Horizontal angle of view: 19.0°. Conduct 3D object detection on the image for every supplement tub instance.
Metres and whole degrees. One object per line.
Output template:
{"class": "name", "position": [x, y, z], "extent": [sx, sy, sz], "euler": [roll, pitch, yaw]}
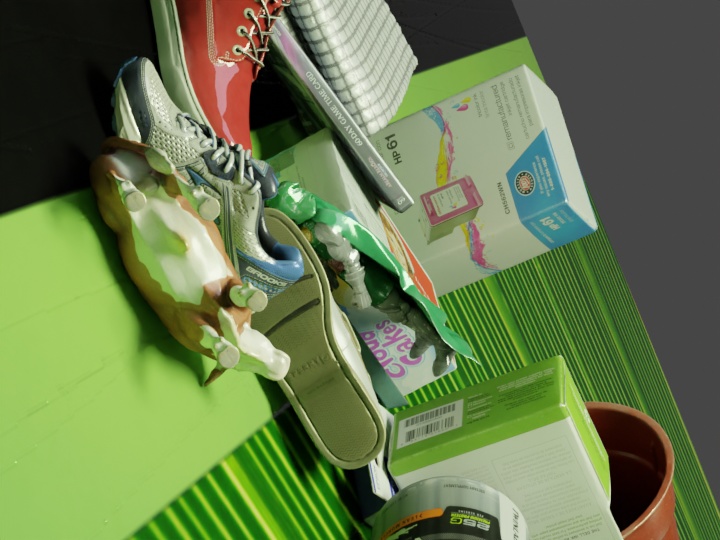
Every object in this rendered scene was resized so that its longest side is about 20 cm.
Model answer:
{"class": "supplement tub", "position": [0.064, 0.252, 1.550], "extent": [0.123, 0.122, 0.200], "euler": [60, 17, -28]}

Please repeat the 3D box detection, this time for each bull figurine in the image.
{"class": "bull figurine", "position": [-0.108, 0.002, 1.384], "extent": [0.200, 0.065, 0.121], "euler": [56, -14, -16]}

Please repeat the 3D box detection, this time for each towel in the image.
{"class": "towel", "position": [-0.032, -0.212, 1.917], "extent": [0.166, 0.085, 0.200], "euler": [61, 19, -18]}

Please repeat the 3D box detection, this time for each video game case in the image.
{"class": "video game case", "position": [-0.034, -0.137, 1.765], "extent": [0.200, 0.019, 0.143], "euler": [54, -4, -14]}

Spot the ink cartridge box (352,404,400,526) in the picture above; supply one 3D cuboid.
{"class": "ink cartridge box", "position": [0.029, 0.166, 1.706], "extent": [0.200, 0.037, 0.095], "euler": [46, 28, -59]}

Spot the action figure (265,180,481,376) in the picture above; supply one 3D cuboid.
{"class": "action figure", "position": [0.000, 0.000, 1.616], "extent": [0.200, 0.055, 0.118], "euler": [45, -7, -28]}

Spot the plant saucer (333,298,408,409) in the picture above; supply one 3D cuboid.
{"class": "plant saucer", "position": [-0.029, 0.035, 1.666], "extent": [0.070, 0.019, 0.200], "euler": [34, -16, 51]}

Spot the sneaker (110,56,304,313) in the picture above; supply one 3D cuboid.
{"class": "sneaker", "position": [-0.101, -0.065, 1.488], "extent": [0.200, 0.085, 0.077], "euler": [62, 17, -18]}

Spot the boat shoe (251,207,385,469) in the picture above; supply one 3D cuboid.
{"class": "boat shoe", "position": [-0.043, 0.050, 1.573], "extent": [0.068, 0.075, 0.201], "euler": [-116, -176, -89]}

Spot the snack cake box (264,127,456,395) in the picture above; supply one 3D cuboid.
{"class": "snack cake box", "position": [0.000, -0.004, 1.749], "extent": [0.200, 0.067, 0.115], "euler": [55, 11, -38]}

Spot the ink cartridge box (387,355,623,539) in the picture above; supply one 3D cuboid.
{"class": "ink cartridge box", "position": [0.127, 0.187, 1.681], "extent": [0.076, 0.147, 0.200], "euler": [-82, 149, -61]}

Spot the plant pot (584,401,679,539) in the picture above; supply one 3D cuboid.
{"class": "plant pot", "position": [0.204, 0.256, 1.915], "extent": [0.201, 0.200, 0.196], "euler": [-89, 161, -54]}

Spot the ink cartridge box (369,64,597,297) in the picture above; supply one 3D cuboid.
{"class": "ink cartridge box", "position": [0.091, -0.072, 1.925], "extent": [0.085, 0.200, 0.145], "euler": [31, 39, -59]}

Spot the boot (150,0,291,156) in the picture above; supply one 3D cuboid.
{"class": "boot", "position": [-0.077, -0.181, 1.611], "extent": [0.072, 0.144, 0.201], "euler": [38, 35, -64]}
